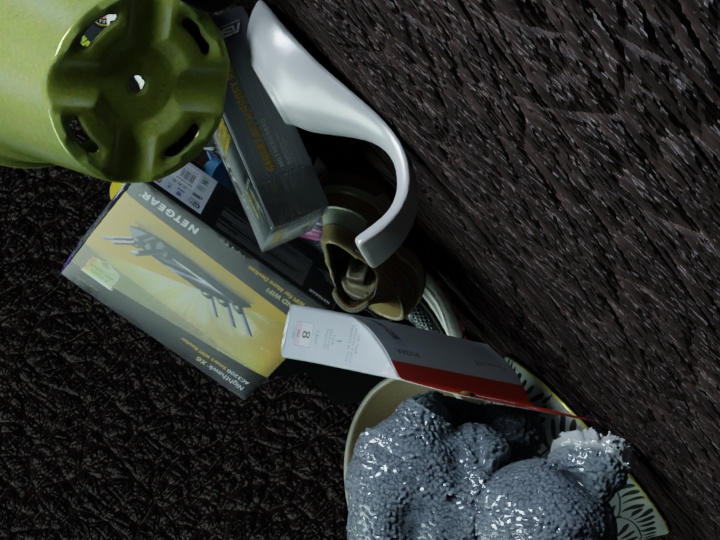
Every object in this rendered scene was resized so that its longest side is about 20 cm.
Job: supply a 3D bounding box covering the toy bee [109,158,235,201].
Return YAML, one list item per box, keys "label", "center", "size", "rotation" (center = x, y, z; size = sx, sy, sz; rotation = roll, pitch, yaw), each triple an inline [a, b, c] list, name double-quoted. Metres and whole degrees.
- label: "toy bee"
  center: [-0.147, -0.049, 1.837]
  size: [0.130, 0.110, 0.199]
  rotation: [8, 173, 44]

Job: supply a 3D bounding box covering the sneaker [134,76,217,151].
- label: "sneaker"
  center: [-0.147, -0.174, 1.781]
  size: [0.200, 0.078, 0.091]
  rotation: [36, 155, 37]

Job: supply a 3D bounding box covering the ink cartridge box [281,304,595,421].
- label: "ink cartridge box"
  center: [0.063, 0.070, 1.605]
  size: [0.199, 0.058, 0.162]
  rotation: [4, 174, 44]

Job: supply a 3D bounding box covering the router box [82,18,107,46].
- label: "router box"
  center: [-0.304, -0.275, 1.903]
  size: [0.200, 0.150, 0.062]
  rotation: [49, 175, -20]

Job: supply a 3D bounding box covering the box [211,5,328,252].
- label: "box"
  center: [-0.082, -0.102, 1.580]
  size: [0.200, 0.048, 0.160]
  rotation: [143, 104, -84]

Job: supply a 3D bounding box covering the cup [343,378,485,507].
- label: "cup"
  center: [0.102, 0.190, 1.926]
  size: [0.142, 0.201, 0.200]
  rotation: [-2, -145, -42]

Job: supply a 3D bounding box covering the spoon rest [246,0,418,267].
- label: "spoon rest"
  center: [-0.017, -0.099, 1.369]
  size: [0.201, 0.060, 0.099]
  rotation: [61, 180, 26]

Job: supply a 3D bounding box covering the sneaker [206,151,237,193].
- label: "sneaker"
  center: [-0.109, -0.114, 1.953]
  size: [0.078, 0.070, 0.200]
  rotation: [53, 180, 45]

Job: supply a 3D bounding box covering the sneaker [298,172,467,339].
- label: "sneaker"
  center: [0.017, 0.011, 1.787]
  size: [0.200, 0.075, 0.081]
  rotation: [47, 175, -1]

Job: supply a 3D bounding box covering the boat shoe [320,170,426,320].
- label: "boat shoe"
  center: [0.000, 0.000, 1.652]
  size: [0.071, 0.077, 0.200]
  rotation: [8, 155, 21]

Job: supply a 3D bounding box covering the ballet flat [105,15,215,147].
- label: "ballet flat"
  center: [-0.168, -0.187, 1.696]
  size: [0.075, 0.064, 0.201]
  rotation: [-28, 94, 44]

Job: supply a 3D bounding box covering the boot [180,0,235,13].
- label: "boot"
  center: [-0.165, -0.249, 1.307]
  size: [0.174, 0.069, 0.200]
  rotation: [43, 176, 43]

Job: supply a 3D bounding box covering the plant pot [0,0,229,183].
- label: "plant pot"
  center: [-0.183, -0.143, 1.406]
  size: [0.201, 0.200, 0.184]
  rotation: [50, 169, -34]

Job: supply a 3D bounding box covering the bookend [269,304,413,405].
- label: "bookend"
  center: [-0.048, 0.055, 1.938]
  size: [0.200, 0.197, 0.093]
  rotation: [54, -148, -58]

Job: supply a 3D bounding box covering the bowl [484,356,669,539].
- label: "bowl"
  center: [0.158, 0.178, 1.751]
  size: [0.201, 0.094, 0.201]
  rotation: [47, 176, 4]

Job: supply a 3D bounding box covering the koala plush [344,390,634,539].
- label: "koala plush"
  center: [0.107, 0.185, 1.566]
  size: [0.199, 0.179, 0.183]
  rotation: [15, 171, 38]

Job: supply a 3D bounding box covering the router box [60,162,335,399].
- label: "router box"
  center: [-0.134, 0.003, 1.764]
  size: [0.199, 0.052, 0.157]
  rotation: [35, 135, -10]

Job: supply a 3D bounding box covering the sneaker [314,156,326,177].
- label: "sneaker"
  center: [-0.078, -0.095, 1.799]
  size: [0.077, 0.078, 0.200]
  rotation: [54, 175, -3]

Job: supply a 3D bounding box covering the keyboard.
- label: "keyboard"
  center: [-0.027, -0.082, 1.636]
  size: [0.104, 0.040, 0.200]
  rotation: [44, 173, 35]
